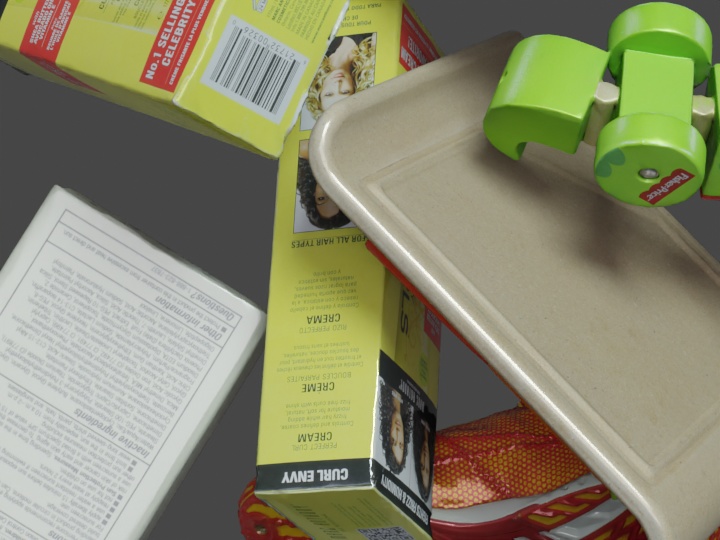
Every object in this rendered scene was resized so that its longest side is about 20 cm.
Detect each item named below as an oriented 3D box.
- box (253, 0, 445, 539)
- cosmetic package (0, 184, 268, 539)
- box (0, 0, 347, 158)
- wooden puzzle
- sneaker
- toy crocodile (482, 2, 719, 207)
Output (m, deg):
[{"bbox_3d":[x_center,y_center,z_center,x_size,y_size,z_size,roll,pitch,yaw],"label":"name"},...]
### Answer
[{"bbox_3d":[0.000,0.000,0.916,0.050,0.075,0.200,-5,65,19],"label":"box"},{"bbox_3d":[-0.126,0.078,0.950,0.104,0.073,0.200,32,89,2],"label":"cosmetic package"},{"bbox_3d":[-0.084,-0.100,0.895,0.050,0.200,0.075,26,88,-37],"label":"box"},{"bbox_3d":[0.079,0.007,0.900,0.200,0.185,0.037,50,121,6],"label":"wooden puzzle"},{"bbox_3d":[0.050,0.091,0.956,0.200,0.077,0.073,-5,122,13],"label":"sneaker"},{"bbox_3d":[0.144,-0.049,0.865,0.200,0.062,0.068,7,57,2],"label":"toy crocodile"}]
